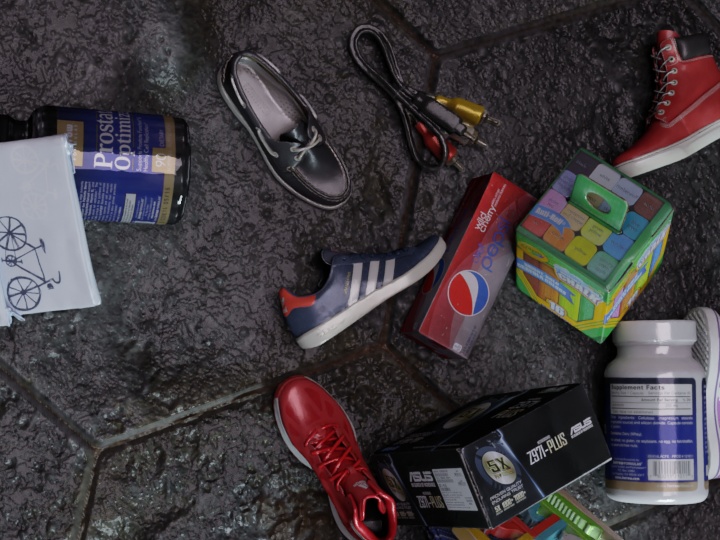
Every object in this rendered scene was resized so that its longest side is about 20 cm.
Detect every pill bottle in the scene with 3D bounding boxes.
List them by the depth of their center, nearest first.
[{"bbox_3d":[-0.276,-0.106,1.314,0.198,0.112,0.113,3,85,-17],"label":"pill bottle"},{"bbox_3d":[0.333,0.157,1.475,0.114,0.116,0.202,2,85,-16],"label":"pill bottle"}]

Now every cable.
[{"bbox_3d":[0.055,-0.187,1.468,0.199,0.050,0.097,38,94,2],"label":"cable"}]

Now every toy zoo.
[{"bbox_3d":[0.183,0.286,1.380,0.131,0.021,0.199,39,31,25],"label":"toy zoo"}]

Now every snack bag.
[{"bbox_3d":[-0.359,-0.032,1.265,0.198,0.021,0.190,-5,113,2],"label":"snack bag"}]

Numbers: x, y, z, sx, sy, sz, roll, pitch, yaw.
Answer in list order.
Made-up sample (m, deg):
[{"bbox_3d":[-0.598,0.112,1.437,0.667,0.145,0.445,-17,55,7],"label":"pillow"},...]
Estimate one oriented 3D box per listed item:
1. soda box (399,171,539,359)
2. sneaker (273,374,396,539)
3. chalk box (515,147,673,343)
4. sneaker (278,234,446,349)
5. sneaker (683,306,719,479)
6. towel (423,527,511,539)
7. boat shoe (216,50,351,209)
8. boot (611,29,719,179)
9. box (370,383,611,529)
[{"bbox_3d":[0.121,-0.005,1.450,0.070,0.063,0.201,29,78,-15],"label":"soda box"},{"bbox_3d":[-0.015,0.199,1.368,0.078,0.115,0.201,-35,97,-17],"label":"sneaker"},{"bbox_3d":[0.248,-0.033,1.403,0.124,0.200,0.124,35,75,20],"label":"chalk box"},{"bbox_3d":[0.000,0.000,1.410,0.199,0.075,0.085,-33,91,-19],"label":"sneaker"},{"bbox_3d":[0.432,0.138,1.535,0.113,0.073,0.203,-6,98,-21],"label":"sneaker"},{"bbox_3d":[0.144,0.318,1.371,0.144,0.200,0.024,18,106,-16],"label":"towel"},{"bbox_3d":[-0.076,-0.152,1.403,0.074,0.060,0.201,-38,97,-16],"label":"boat shoe"},{"bbox_3d":[0.349,-0.198,1.531,0.199,0.072,0.145,-29,94,-25],"label":"boot"},{"bbox_3d":[0.130,0.193,1.354,0.163,0.200,0.087,-23,92,-27],"label":"box"}]
